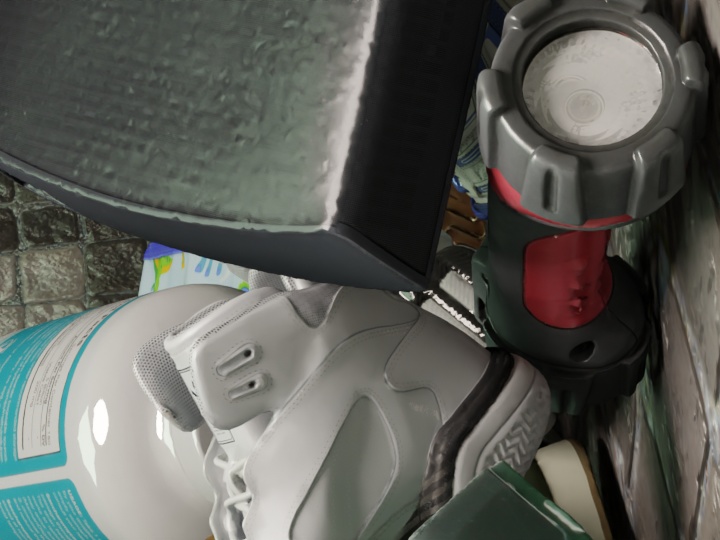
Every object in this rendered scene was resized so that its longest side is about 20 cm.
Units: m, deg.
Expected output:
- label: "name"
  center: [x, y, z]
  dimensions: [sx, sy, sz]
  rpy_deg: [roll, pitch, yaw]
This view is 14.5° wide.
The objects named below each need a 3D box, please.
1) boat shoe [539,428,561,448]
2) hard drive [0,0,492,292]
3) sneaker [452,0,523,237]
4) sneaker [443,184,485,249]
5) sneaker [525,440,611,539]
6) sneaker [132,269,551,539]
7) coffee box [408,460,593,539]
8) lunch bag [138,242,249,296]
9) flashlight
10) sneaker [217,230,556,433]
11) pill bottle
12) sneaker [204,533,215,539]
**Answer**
- label: "boat shoe"
  center: [0.056, 0.113, 1.203]
  dimensions: [0.200, 0.075, 0.061]
  rpy_deg: [63, -162, -69]
- label: "hard drive"
  center: [-0.046, -0.072, 0.873]
  dimensions: [0.200, 0.042, 0.135]
  rpy_deg: [15, 93, 45]
- label: "sneaker"
  center: [0.040, -0.068, 1.000]
  dimensions: [0.200, 0.088, 0.075]
  rpy_deg: [86, 173, -47]
- label: "sneaker"
  center: [0.046, -0.072, 1.117]
  dimensions: [0.080, 0.071, 0.201]
  rpy_deg: [-67, -29, -56]
- label: "sneaker"
  center: [0.050, 0.123, 1.010]
  dimensions: [0.200, 0.089, 0.067]
  rpy_deg: [-107, 13, -67]
- label: "sneaker"
  center: [-0.035, 0.081, 0.887]
  dimensions: [0.200, 0.115, 0.075]
  rpy_deg: [-54, 15, -16]
- label: "coffee box"
  center: [0.067, 0.154, 0.859]
  dimensions: [0.123, 0.044, 0.200]
  rpy_deg: [41, 156, 22]
- label: "lunch bag"
  center: [-0.045, 0.033, 1.254]
  dimensions: [0.200, 0.082, 0.161]
  rpy_deg: [175, 107, -70]
- label: "flashlight"
  center: [0.070, -0.013, 0.881]
  dimensions: [0.200, 0.068, 0.068]
  rpy_deg: [81, 177, -64]
- label: "sneaker"
  center: [0.000, 0.000, 1.072]
  dimensions: [0.200, 0.075, 0.116]
  rpy_deg: [46, 179, 27]
- label: "pill bottle"
  center: [-0.080, 0.066, 1.092]
  dimensions: [0.200, 0.110, 0.111]
  rpy_deg: [-13, 82, 58]
- label: "sneaker"
  center: [-0.046, 0.152, 0.959]
  dimensions: [0.067, 0.200, 0.090]
  rpy_deg: [5, 124, 52]
